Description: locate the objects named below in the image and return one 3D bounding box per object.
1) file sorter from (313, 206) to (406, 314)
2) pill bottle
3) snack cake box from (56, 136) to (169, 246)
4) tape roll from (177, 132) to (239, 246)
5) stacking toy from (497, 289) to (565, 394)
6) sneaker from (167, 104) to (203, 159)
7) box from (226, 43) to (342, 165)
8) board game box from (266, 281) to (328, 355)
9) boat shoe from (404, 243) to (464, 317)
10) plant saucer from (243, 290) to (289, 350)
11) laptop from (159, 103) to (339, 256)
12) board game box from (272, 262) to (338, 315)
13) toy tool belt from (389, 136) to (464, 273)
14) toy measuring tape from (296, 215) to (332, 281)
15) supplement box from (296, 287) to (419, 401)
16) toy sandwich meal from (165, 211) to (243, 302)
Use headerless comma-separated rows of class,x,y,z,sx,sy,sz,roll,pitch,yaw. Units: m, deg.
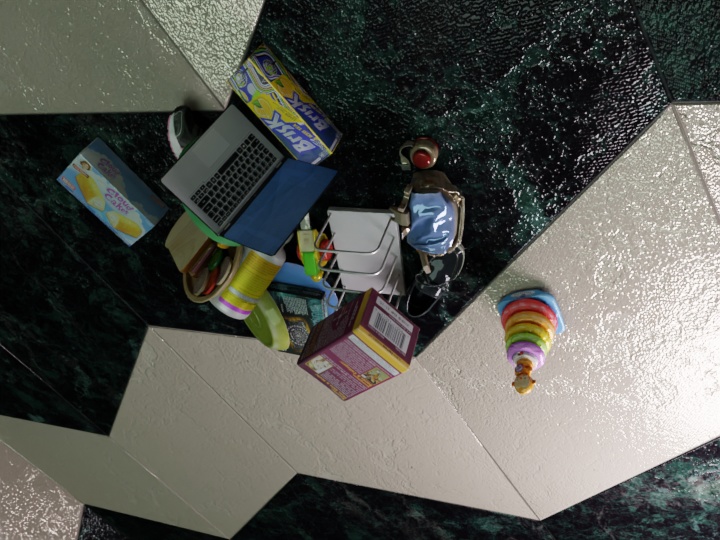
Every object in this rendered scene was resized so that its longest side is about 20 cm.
file sorter,0.000,0.000,1.175,0.136,0.126,0.203,5,132,18
pill bottle,-0.216,-0.011,1.219,0.103,0.104,0.202,34,100,-11
snack cake box,-0.516,-0.161,1.284,0.114,0.068,0.200,-25,117,38
tape roll,-0.230,-0.147,1.083,0.048,0.202,0.201,-20,121,36
stacking toy,0.304,0.143,1.122,0.114,0.202,0.111,-12,126,31
sneaker,-0.288,-0.220,1.144,0.084,0.082,0.202,-4,137,10
box,-0.124,-0.270,1.027,0.069,0.065,0.200,-27,117,38
board game box,-0.131,0.115,1.341,0.132,0.028,0.203,10,134,14
boat shoe,0.140,0.019,1.177,0.074,0.063,0.201,28,132,-3
plant saucer,-0.226,0.095,1.346,0.199,0.031,0.203,41,148,32
laptop,-0.175,-0.151,0.976,0.200,0.189,0.115,44,155,-17
board game box,-0.136,0.044,1.328,0.198,0.039,0.158,-28,117,39
toy tool belt,0.111,-0.107,1.034,0.122,0.124,0.203,2,130,20
toy measuring tape,-0.094,-0.078,1.203,0.072,0.074,0.205,1,108,21
supplement box,-0.005,0.143,1.145,0.130,0.104,0.199,40,134,-18
toy sandwich meal,-0.305,-0.039,1.190,0.202,0.210,0.070,-21,147,36
